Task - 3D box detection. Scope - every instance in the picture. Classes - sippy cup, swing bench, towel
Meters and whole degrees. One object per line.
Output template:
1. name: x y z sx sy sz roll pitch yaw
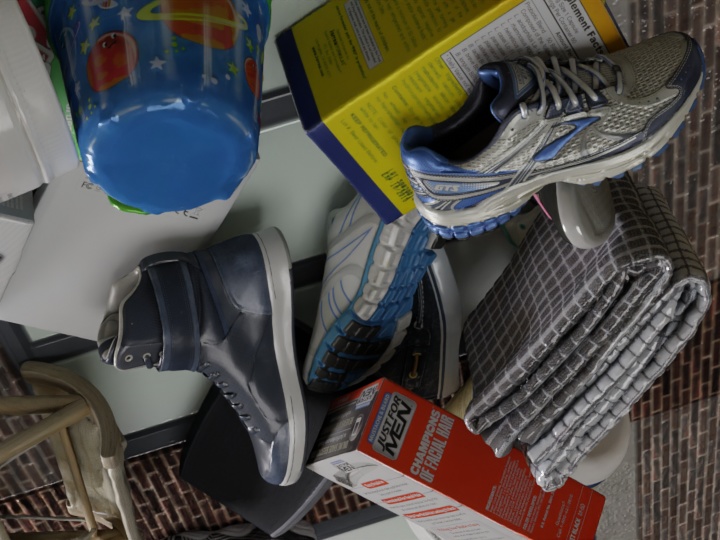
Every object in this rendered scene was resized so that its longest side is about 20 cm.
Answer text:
1. sippy cup: -0.112 -0.109 0.708 0.139 0.131 0.178 -16 144 8
2. swing bench: -0.283 0.189 1.009 0.199 0.130 0.200 -14 135 -13
3. towel: 0.149 0.031 0.894 0.085 0.166 0.200 30 112 -17

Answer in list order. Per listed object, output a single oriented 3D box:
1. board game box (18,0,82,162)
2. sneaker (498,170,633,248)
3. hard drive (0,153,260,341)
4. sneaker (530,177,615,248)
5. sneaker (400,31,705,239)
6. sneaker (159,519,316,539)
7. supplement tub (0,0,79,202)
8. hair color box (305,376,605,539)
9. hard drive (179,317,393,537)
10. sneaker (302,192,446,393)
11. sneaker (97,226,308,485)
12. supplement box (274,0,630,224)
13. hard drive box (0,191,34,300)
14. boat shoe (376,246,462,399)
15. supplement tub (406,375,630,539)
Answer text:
1. board game box: -0.160 -0.114 0.803 0.199 0.030 0.096 14 101 -32
2. sneaker: 0.149 -0.023 0.995 0.088 0.075 0.201 1 122 -13
3. hard drive: -0.176 -0.030 0.902 0.131 0.026 0.200 16 126 -30
4. sneaker: 0.115 -0.064 0.858 0.099 0.201 0.071 -24 121 19
5. sneaker: 0.113 -0.094 0.750 0.199 0.077 0.085 -29 131 10
6. sneaker: -0.131 0.310 1.180 0.198 0.115 0.075 -11 135 -8
7. supplement tub: -0.270 -0.078 0.676 0.199 0.132 0.132 -24 137 -14
8. hair color box: 0.071 0.160 0.940 0.199 0.064 0.111 28 157 -14
9. hard drive: -0.071 0.135 1.042 0.134 0.042 0.200 33 123 -1
10. sneaker: 0.000 0.000 0.944 0.075 0.087 0.201 4 120 -48
11. sneaker: -0.118 0.078 0.920 0.145 0.077 0.204 -13 108 -21
12. supplement box: 0.061 -0.144 0.814 0.199 0.110 0.109 -31 135 13
13. hard drive box: -0.338 -0.020 0.822 0.199 0.077 0.156 13 127 -28
14. boat shoe: 0.031 0.047 1.013 0.090 0.071 0.201 -16 137 -8
15. supplement tub: 0.131 0.164 1.097 0.143 0.145 0.200 7 141 -25
